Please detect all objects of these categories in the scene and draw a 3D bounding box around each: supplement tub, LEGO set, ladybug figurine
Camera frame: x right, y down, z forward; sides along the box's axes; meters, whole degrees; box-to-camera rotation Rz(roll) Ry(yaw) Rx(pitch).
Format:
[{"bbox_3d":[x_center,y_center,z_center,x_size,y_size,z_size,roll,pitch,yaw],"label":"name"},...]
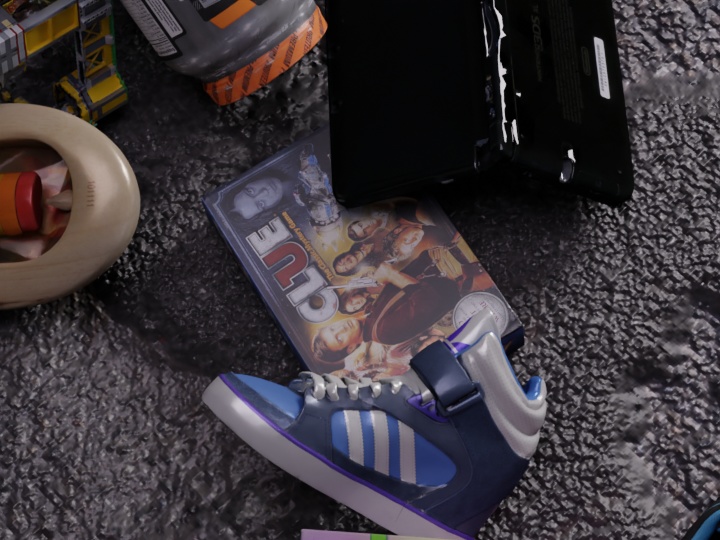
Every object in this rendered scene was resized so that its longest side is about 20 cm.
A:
[{"bbox_3d":[-0.115,-0.220,1.414,0.122,0.122,0.201,-40,108,-13],"label":"supplement tub"},{"bbox_3d":[-0.257,-0.171,1.432,0.115,0.154,0.200,-34,70,-25],"label":"LEGO set"},{"bbox_3d":[-0.234,-0.041,1.400,0.198,0.072,0.137,0,85,18],"label":"ladybug figurine"}]

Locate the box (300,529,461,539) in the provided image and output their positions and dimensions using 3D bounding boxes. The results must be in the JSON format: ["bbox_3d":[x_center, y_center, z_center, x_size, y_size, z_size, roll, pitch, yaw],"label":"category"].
[{"bbox_3d":[0.054,0.255,1.212,0.198,0.097,0.177,3,54,6],"label":"box"}]

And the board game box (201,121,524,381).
[{"bbox_3d":[0.000,0.000,1.389,0.135,0.035,0.201,-31,65,-8],"label":"board game box"}]

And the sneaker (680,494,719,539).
[{"bbox_3d":[0.246,0.156,1.263,0.073,0.082,0.200,33,71,21],"label":"sneaker"}]

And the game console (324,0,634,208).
[{"bbox_3d":[0.080,-0.128,1.427,0.175,0.116,0.202,17,55,-30],"label":"game console"}]

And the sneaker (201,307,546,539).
[{"bbox_3d":[0.019,0.073,1.286,0.199,0.081,0.147,32,90,-12],"label":"sneaker"}]
